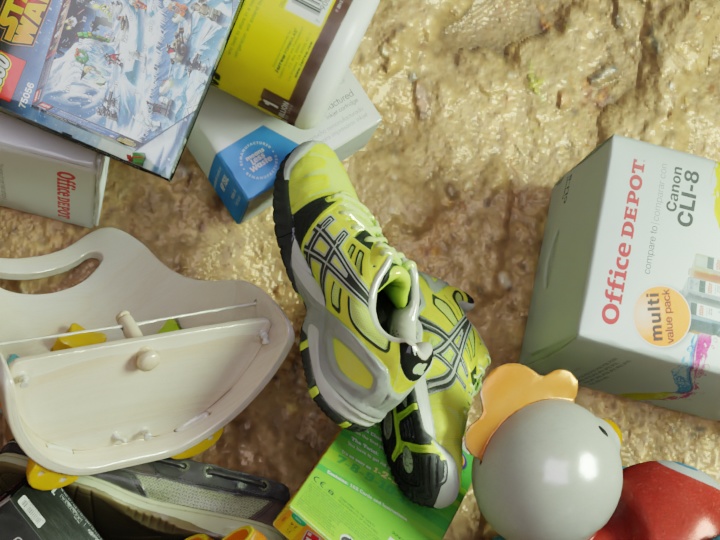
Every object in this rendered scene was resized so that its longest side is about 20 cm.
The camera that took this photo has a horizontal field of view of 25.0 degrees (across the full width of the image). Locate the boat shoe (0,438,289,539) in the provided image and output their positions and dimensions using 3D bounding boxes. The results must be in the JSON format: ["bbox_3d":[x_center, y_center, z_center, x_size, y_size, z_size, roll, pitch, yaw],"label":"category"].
[{"bbox_3d":[-0.142,0.144,1.069,0.199,0.072,0.066,17,53,-4],"label":"boat shoe"}]

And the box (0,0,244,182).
[{"bbox_3d":[-0.139,-0.172,0.972,0.136,0.040,0.202,23,88,-4],"label":"box"}]

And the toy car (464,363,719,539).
[{"bbox_3d":[0.143,0.140,1.027,0.176,0.184,0.201,-29,108,-15],"label":"toy car"}]

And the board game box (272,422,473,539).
[{"bbox_3d":[0.019,0.140,1.062,0.095,0.030,0.200,41,32,0],"label":"board game box"}]

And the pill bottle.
[{"bbox_3d":[-0.095,-0.180,1.050,0.199,0.109,0.110,27,75,-2],"label":"pill bottle"}]

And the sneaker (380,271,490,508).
[{"bbox_3d":[0.052,0.070,1.075,0.076,0.076,0.201,7,44,-13],"label":"sneaker"}]

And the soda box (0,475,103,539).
[{"bbox_3d":[-0.169,0.225,1.005,0.071,0.063,0.201,-36,94,14],"label":"soda box"}]

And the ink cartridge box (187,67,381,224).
[{"bbox_3d":[-0.089,-0.151,1.136,0.116,0.067,0.201,-32,85,-15],"label":"ink cartridge box"}]

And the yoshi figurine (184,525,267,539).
[{"bbox_3d":[-0.037,0.247,1.022,0.111,0.112,0.201,-31,101,11],"label":"yoshi figurine"}]

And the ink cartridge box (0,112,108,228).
[{"bbox_3d":[-0.257,-0.105,1.055,0.198,0.145,0.084,13,75,-7],"label":"ink cartridge box"}]

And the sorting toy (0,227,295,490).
[{"bbox_3d":[-0.177,0.034,1.042,0.198,0.107,0.180,-8,44,-35],"label":"sorting toy"}]

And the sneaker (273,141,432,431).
[{"bbox_3d":[0.000,0.000,1.028,0.075,0.076,0.202,22,44,-48],"label":"sneaker"}]

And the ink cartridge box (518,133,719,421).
[{"bbox_3d":[0.229,0.013,1.122,0.198,0.145,0.147,14,76,-7],"label":"ink cartridge box"}]
